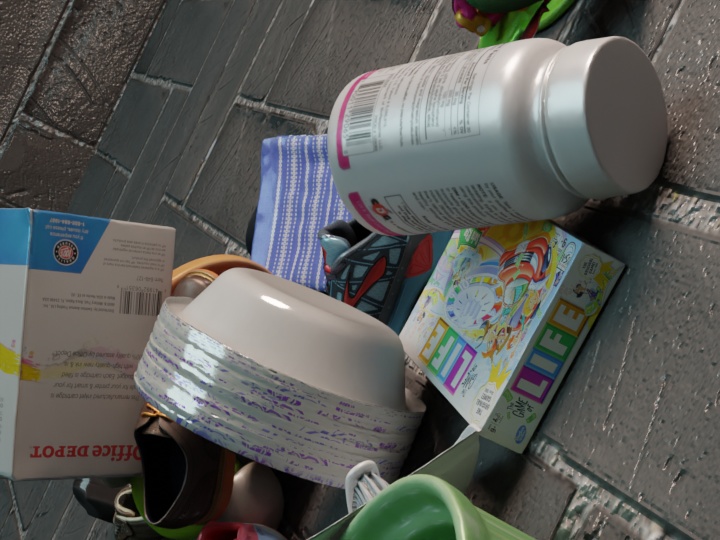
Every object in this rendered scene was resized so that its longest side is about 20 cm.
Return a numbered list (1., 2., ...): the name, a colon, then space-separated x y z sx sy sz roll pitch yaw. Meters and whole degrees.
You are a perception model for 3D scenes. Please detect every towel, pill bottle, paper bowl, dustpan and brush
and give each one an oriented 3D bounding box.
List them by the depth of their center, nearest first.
1. pill bottle: 0.086 -0.086 1.006 0.199 0.113 0.114 -5 58 41
2. dustpan and brush: 0.008 0.167 1.010 0.057 0.139 0.200 48 159 31
3. paper bowl: -0.049 0.068 1.105 0.105 0.200 0.201 -68 18 4
4. towel: -0.039 -0.053 1.408 0.200 0.024 0.146 3 85 55

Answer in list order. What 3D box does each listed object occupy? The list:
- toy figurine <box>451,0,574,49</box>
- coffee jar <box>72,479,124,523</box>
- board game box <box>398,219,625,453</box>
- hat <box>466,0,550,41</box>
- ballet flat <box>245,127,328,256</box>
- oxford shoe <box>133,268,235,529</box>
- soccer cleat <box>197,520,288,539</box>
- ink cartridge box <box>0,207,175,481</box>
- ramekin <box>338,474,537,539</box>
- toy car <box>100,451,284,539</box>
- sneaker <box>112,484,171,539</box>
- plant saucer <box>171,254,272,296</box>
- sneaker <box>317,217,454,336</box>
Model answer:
1. toy figurine: 0.078 -0.278 1.247 0.200 0.184 0.151 -51 23 36
2. coffee jar: -0.235 0.165 1.657 0.104 0.085 0.201 111 177 -68
3. board game box: 0.093 0.024 1.048 0.135 0.034 0.200 -63 19 6
4. hat: 0.097 -0.200 1.144 0.200 0.165 0.176 -41 -19 -57
5. ballet flat: -0.050 -0.063 1.499 0.200 0.073 0.073 -50 23 31
6. oxford shoe: -0.132 0.100 1.206 0.071 0.073 0.201 2 92 30
7. soccer cleat: -0.064 0.224 1.149 0.067 0.076 0.200 -66 18 -5
8. ink cartridge box: -0.251 0.058 1.232 0.144 0.147 0.201 2 86 40
9. ramekin: 0.040 0.220 0.841 0.200 0.097 0.200 -53 22 32
10. toy car: -0.116 0.129 1.325 0.150 0.175 0.201 -8 -58 -67
11. sneaker: -0.209 0.233 1.529 0.200 0.075 0.071 -40 30 50
12. plant saucer: -0.150 0.074 1.403 0.037 0.200 0.201 32 97 39
13. sneaker: 0.000 0.000 1.234 0.201 0.095 0.079 -60 18 11
